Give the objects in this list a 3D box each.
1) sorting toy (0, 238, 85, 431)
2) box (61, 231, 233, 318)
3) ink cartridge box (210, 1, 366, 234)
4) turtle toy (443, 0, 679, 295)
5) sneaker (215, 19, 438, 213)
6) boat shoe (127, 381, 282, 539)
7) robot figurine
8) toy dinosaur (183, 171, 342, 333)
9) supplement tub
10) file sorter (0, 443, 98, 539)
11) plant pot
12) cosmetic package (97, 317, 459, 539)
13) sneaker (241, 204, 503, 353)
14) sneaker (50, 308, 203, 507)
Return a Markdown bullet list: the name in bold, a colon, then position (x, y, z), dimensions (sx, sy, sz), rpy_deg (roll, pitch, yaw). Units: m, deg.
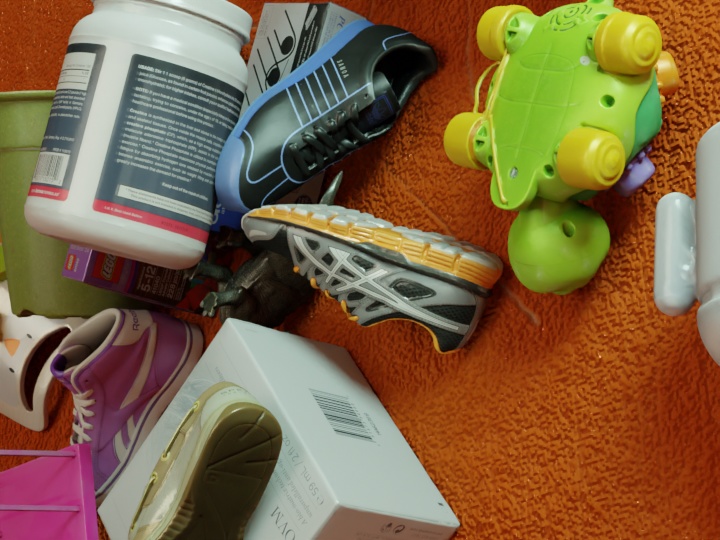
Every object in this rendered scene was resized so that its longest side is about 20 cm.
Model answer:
- **sorting toy**: position (-0.334, 0.057, 1.575), dimensions (0.180, 0.107, 0.200), rpy_deg (35, 104, 29)
- **box**: position (-0.157, -0.072, 1.373), dimensions (0.039, 0.137, 0.200), rpy_deg (12, 86, 50)
- **ink cartridge box**: position (-0.063, -0.120, 1.355), dimensions (0.094, 0.044, 0.200), rpy_deg (12, 86, 51)
- **turtle toy**: position (0.137, -0.084, 1.076), dimensions (0.146, 0.101, 0.200), rpy_deg (16, 89, 50)
- **sneaker**: position (-0.024, -0.115, 1.243), dimensions (0.078, 0.070, 0.200), rpy_deg (21, 63, 42)
- **boat shoe**: position (-0.116, 0.167, 1.113), dimensions (0.200, 0.074, 0.066), rpy_deg (-60, 29, 11)
- **robot figurine**: position (0.245, -0.016, 0.921), dimensions (0.170, 0.113, 0.200), rpy_deg (-7, 70, 32)
- **toy dinosaur**: position (-0.069, 0.003, 1.289), dimensions (0.200, 0.102, 0.077), rpy_deg (-58, 41, 6)
- **supplement tub**: position (-0.165, -0.111, 1.249), dimensions (0.140, 0.140, 0.200), rpy_deg (11, 85, 49)
- **file sorter**: position (-0.303, 0.253, 1.355), dimensions (0.139, 0.125, 0.200), rpy_deg (-23, 69, 44)
- **plant pot**: position (-0.242, -0.052, 1.446), dimensions (0.200, 0.200, 0.190), rpy_deg (0, 90, 48)
- **cosmetic package**: position (-0.068, 0.179, 1.194), dimensions (0.200, 0.123, 0.199), rpy_deg (-56, 43, 20)
- **sneaker**: position (0.000, 0.000, 1.181), dimensions (0.200, 0.078, 0.077), rpy_deg (18, 102, 24)
- **sneaker**: position (-0.231, 0.113, 1.407), dimensions (0.073, 0.114, 0.201), rpy_deg (46, 112, 44)
